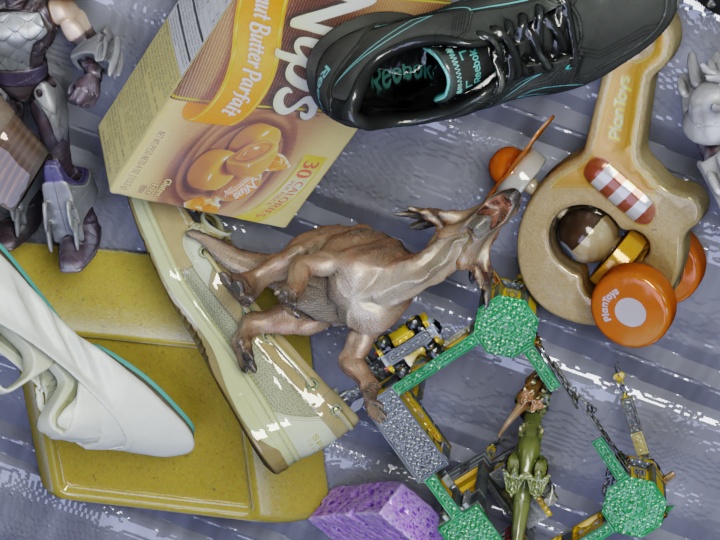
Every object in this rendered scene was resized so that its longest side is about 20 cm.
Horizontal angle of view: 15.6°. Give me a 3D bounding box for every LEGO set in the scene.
[{"bbox_3d":[0.089,0.092,1.563,0.154,0.116,0.200,-41,98,14],"label":"LEGO set"}]

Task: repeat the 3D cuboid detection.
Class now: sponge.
[{"bbox_3d":[0.067,0.205,1.655,0.200,0.030,0.112,42,158,-15],"label":"sponge"}]

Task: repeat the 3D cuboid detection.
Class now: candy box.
[{"bbox_3d":[-0.049,-0.113,1.439,0.115,0.055,0.200,11,135,-30],"label":"candy box"}]

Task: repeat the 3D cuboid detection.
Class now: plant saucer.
[{"bbox_3d":[-0.129,0.083,1.647,0.200,0.048,0.200,4,127,14],"label":"plant saucer"}]

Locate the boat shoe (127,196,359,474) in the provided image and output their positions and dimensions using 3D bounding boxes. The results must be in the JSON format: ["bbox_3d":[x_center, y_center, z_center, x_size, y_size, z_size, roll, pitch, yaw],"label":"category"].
[{"bbox_3d":[-0.074,0.020,1.542,0.063,0.073,0.201,-29,75,-3],"label":"boat shoe"}]

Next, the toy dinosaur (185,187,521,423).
[{"bbox_3d":[0.000,0.000,1.473,0.200,0.136,0.086,14,137,44],"label":"toy dinosaur"}]

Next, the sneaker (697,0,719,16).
[{"bbox_3d":[0.186,-0.224,1.289,0.066,0.090,0.200,36,155,42],"label":"sneaker"}]

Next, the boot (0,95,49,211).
[{"bbox_3d":[-0.274,-0.042,1.479,0.146,0.070,0.200,31,99,-5],"label":"boot"}]

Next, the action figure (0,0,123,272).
[{"bbox_3d":[-0.194,-0.102,1.518,0.130,0.069,0.200,6,124,20],"label":"action figure"}]

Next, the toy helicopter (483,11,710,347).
[{"bbox_3d":[0.130,-0.063,1.451,0.132,0.079,0.200,17,119,17],"label":"toy helicopter"}]

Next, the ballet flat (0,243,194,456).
[{"bbox_3d":[-0.187,0.060,1.572,0.069,0.069,0.200,-33,111,35],"label":"ballet flat"}]

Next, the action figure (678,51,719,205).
[{"bbox_3d":[0.225,-0.042,1.382,0.069,0.130,0.200,-20,135,25],"label":"action figure"}]

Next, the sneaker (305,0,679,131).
[{"bbox_3d":[0.073,-0.111,1.360,0.200,0.079,0.075,-18,108,1],"label":"sneaker"}]
